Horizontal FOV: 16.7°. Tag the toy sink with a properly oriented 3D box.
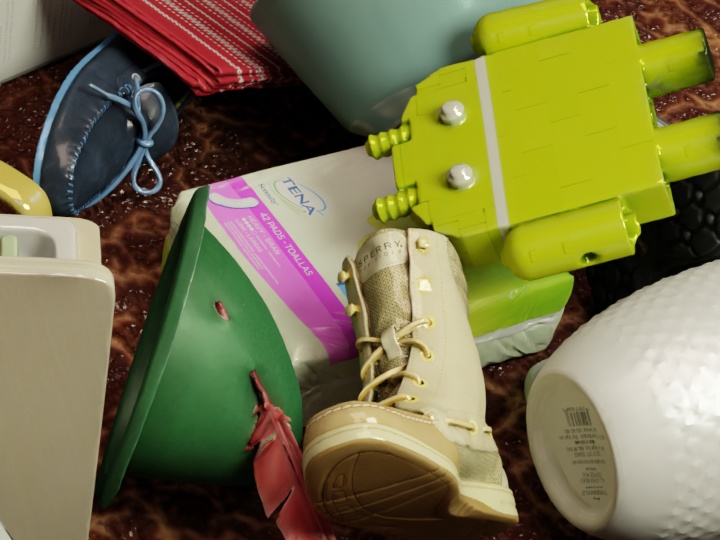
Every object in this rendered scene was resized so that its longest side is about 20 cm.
[{"bbox_3d":[-0.196,0.040,1.229,0.129,0.201,0.112,1,41,-10],"label":"toy sink"}]

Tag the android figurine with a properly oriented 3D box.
[{"bbox_3d":[0.100,-0.072,1.342,0.199,0.041,0.183,-12,53,12],"label":"android figurine"}]

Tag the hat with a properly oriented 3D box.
[{"bbox_3d":[-0.034,0.077,1.284,0.175,0.201,0.166,18,7,-7],"label":"hat"}]

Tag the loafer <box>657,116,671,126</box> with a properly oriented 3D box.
[{"bbox_3d":[0.128,-0.102,1.589,0.199,0.063,0.072,32,6,12],"label":"loafer"}]

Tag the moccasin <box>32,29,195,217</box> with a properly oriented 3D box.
[{"bbox_3d":[-0.141,-0.099,1.498,0.068,0.081,0.200,16,41,8],"label":"moccasin"}]

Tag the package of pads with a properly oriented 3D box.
[{"bbox_3d":[0.000,0.000,1.425,0.199,0.068,0.155,-15,48,-29],"label":"package of pads"}]

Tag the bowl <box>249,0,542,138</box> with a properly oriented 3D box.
[{"bbox_3d":[0.043,-0.147,1.486,0.200,0.201,0.106,-19,82,-31],"label":"bowl"}]

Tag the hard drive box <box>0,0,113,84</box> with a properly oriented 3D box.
[{"bbox_3d":[-0.198,-0.220,1.569,0.077,0.156,0.200,37,45,28],"label":"hard drive box"}]

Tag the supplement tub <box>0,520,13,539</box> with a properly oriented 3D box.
[{"bbox_3d":[-0.179,0.199,1.107,0.122,0.123,0.200,-17,47,-30],"label":"supplement tub"}]

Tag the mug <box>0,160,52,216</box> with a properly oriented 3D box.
[{"bbox_3d":[-0.264,-0.056,1.362,0.185,0.154,0.150,3,40,-10],"label":"mug"}]

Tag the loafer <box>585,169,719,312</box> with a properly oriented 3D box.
[{"bbox_3d":[0.196,-0.027,1.407,0.070,0.201,0.068,-13,71,-25],"label":"loafer"}]

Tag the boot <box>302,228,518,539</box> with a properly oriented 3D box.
[{"bbox_3d":[0.017,0.050,1.252,0.072,0.200,0.156,-17,69,22],"label":"boot"}]

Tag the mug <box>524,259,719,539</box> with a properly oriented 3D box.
[{"bbox_3d":[0.172,0.070,1.340,0.174,0.149,0.200,-15,15,-26],"label":"mug"}]

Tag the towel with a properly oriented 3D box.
[{"bbox_3d":[-0.088,-0.156,1.565,0.144,0.023,0.200,37,23,24],"label":"towel"}]
